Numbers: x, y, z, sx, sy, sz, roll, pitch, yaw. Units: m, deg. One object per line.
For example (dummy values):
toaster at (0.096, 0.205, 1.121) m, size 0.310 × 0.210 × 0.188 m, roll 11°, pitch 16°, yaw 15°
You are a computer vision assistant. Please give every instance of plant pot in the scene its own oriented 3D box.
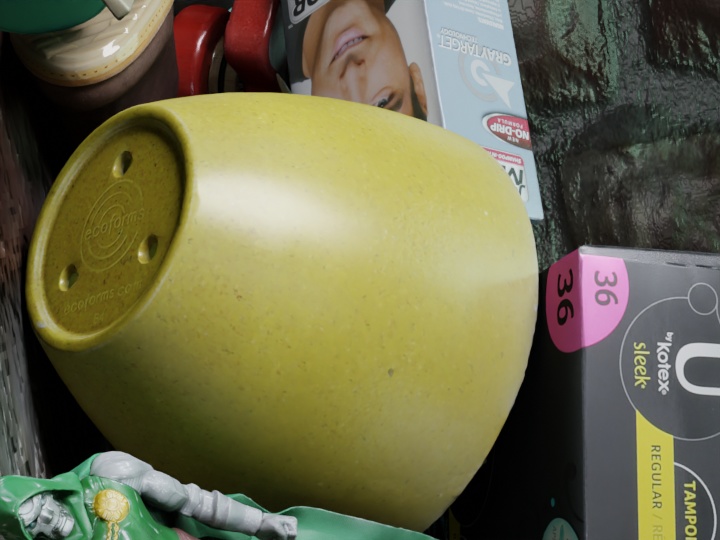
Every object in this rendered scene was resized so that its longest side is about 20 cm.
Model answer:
plant pot at (-0.049, 0.008, 0.719) m, size 0.142 × 0.199 × 0.201 m, roll 27°, pitch 42°, yaw -41°

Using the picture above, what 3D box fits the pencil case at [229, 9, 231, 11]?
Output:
pencil case at (-0.103, -0.110, 1.165) m, size 0.092 × 0.084 × 0.202 m, roll -134°, pitch -144°, yaw -85°

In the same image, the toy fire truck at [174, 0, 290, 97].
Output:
toy fire truck at (-0.023, -0.141, 0.997) m, size 0.200 × 0.111 × 0.169 m, roll 44°, pitch 58°, yaw -69°

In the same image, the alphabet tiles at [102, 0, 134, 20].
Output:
alphabet tiles at (-0.121, -0.170, 0.588) m, size 0.168 × 0.008 × 0.200 m, roll 52°, pitch 10°, yaw -17°

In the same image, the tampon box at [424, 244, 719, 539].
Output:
tampon box at (0.114, 0.088, 0.759) m, size 0.200 × 0.125 × 0.151 m, roll 137°, pitch -46°, yaw -70°

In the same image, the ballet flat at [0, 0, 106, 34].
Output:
ballet flat at (-0.127, -0.130, 0.624) m, size 0.200 × 0.069 × 0.072 m, roll -30°, pitch 99°, yaw -87°

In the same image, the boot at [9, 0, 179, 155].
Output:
boot at (-0.104, -0.057, 0.820) m, size 0.200 × 0.072 × 0.168 m, roll -107°, pitch -175°, yaw -68°

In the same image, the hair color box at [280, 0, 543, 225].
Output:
hair color box at (0.018, -0.103, 0.848) m, size 0.099 × 0.060 × 0.202 m, roll -27°, pitch -116°, yaw 43°

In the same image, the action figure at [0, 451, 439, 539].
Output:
action figure at (-0.049, 0.117, 0.622) m, size 0.199 × 0.054 × 0.119 m, roll 31°, pitch 65°, yaw -33°

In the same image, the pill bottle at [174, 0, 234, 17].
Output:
pill bottle at (-0.108, -0.214, 0.967) m, size 0.200 × 0.112 × 0.114 m, roll 80°, pitch 1°, yaw -71°

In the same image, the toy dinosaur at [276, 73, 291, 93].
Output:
toy dinosaur at (0.000, 0.000, 0.923) m, size 0.101 × 0.058 × 0.201 m, roll -37°, pitch -109°, yaw 60°
